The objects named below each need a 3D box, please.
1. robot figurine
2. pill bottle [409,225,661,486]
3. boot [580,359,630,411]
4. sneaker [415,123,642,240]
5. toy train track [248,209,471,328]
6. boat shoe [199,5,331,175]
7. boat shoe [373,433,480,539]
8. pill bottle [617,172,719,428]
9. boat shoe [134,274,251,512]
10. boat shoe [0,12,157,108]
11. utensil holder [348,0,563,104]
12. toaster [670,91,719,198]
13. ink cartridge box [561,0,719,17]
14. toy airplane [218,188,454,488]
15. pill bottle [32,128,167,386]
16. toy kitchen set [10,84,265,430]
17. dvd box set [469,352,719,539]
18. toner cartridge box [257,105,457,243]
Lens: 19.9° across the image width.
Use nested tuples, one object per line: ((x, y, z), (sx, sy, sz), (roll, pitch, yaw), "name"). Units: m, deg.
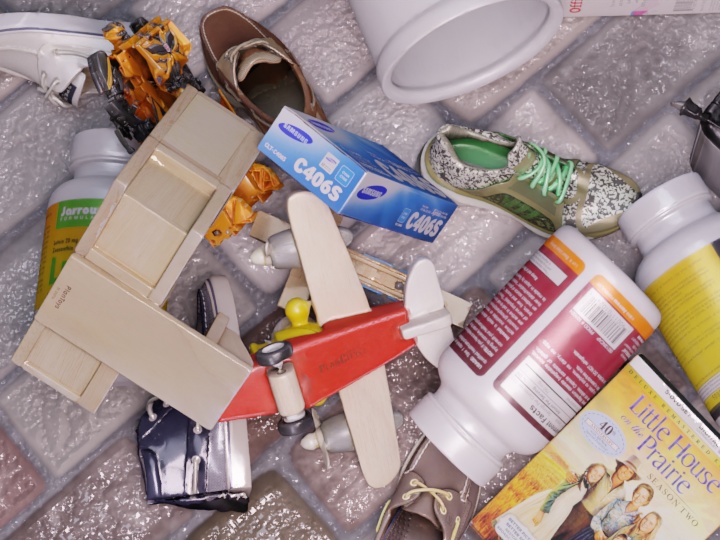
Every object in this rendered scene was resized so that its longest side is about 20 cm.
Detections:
((-0.149, -0.127, 1.723), (0.058, 0.145, 0.201), (-27, 104, 27), "robot figurine")
((0.136, 0.071, 1.639), (0.113, 0.113, 0.200), (44, 92, 13), "pill bottle")
((0.166, 0.110, 1.717), (0.131, 0.068, 0.200), (-42, 74, -1), "boot")
((0.144, -0.080, 1.750), (0.198, 0.089, 0.078), (12, 74, 5), "sneaker")
((0.000, 0.000, 1.758), (0.199, 0.033, 0.116), (23, 84, 4), "toy train track")
((-0.083, -0.170, 1.771), (0.075, 0.072, 0.200), (-33, 55, -9), "boat shoe")
((0.050, 0.208, 1.682), (0.071, 0.060, 0.201), (23, 75, 8), "boat shoe")
((0.298, 0.024, 1.704), (0.111, 0.112, 0.201), (-28, 75, -7), "pill bottle")
((-0.144, 0.104, 1.709), (0.092, 0.075, 0.202), (-4, 74, -8), "boat shoe")
((-0.256, -0.179, 1.803), (0.198, 0.071, 0.070), (5, 71, -4), "boat shoe")
((0.060, -0.273, 1.772), (0.169, 0.170, 0.201), (-21, 71, -5), "utensil holder")
((0.389, -0.116, 1.739), (0.181, 0.119, 0.200), (-43, 78, -11), "toaster")
((0.244, -0.305, 1.794), (0.198, 0.129, 0.126), (-1, 73, 0), "ink cartridge box")
((-0.020, 0.057, 1.685), (0.198, 0.141, 0.201), (26, 83, -29), "toy airplane")
((-0.214, -0.012, 1.727), (0.110, 0.111, 0.202), (4, 73, 2), "pill bottle")
((-0.140, 0.006, 1.627), (0.163, 0.200, 0.181), (33, 33, -4), "toy kitchen set")
((0.207, 0.188, 1.661), (0.200, 0.029, 0.146), (-45, 80, 11), "dvd box set")
((0.001, -0.077, 1.688), (0.095, 0.200, 0.043), (38, 100, 22), "toner cartridge box")
